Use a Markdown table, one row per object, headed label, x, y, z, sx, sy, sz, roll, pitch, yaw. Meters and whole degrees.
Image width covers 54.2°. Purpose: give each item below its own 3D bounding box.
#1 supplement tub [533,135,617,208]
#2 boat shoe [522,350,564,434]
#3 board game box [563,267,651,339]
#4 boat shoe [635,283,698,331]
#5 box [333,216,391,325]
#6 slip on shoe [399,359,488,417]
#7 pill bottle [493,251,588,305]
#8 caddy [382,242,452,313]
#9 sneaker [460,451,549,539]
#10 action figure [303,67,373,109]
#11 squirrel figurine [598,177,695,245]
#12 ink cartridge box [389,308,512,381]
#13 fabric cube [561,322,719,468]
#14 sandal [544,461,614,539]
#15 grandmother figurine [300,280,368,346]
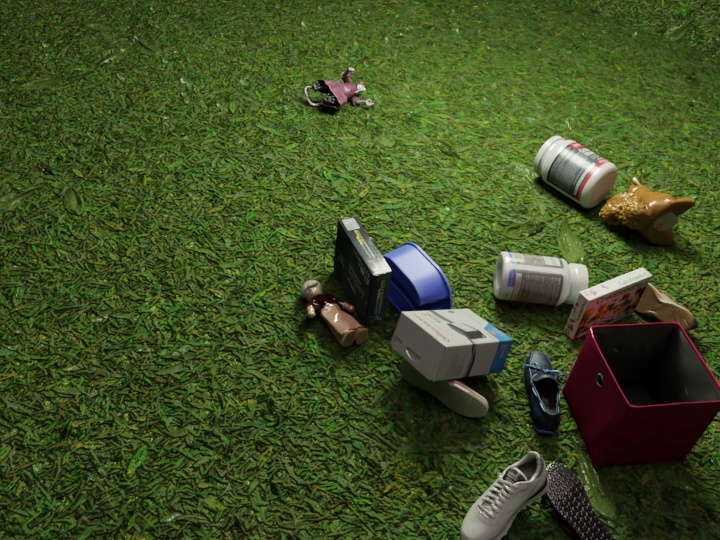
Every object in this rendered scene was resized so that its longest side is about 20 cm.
| label | x | y | z | sx | sy | sz | roll | pitch | yaw |
| --- | --- | --- | --- | --- | --- | --- | --- | --- | --- |
| supplement tub | 0.605 | -0.280 | 1.988 | 0.140 | 0.140 | 0.200 | -27 | 52 | -32 |
| boat shoe | 0.385 | 0.238 | 1.439 | 0.084 | 0.069 | 0.200 | 3 | 42 | -5 |
| board game box | 0.563 | 0.074 | 1.602 | 0.200 | 0.126 | 0.035 | -18 | 47 | -25 |
| boat shoe | 0.710 | 0.081 | 1.672 | 0.072 | 0.072 | 0.200 | 11 | 19 | -44 |
| box | 0.000 | 0.000 | 1.581 | 0.051 | 0.158 | 0.200 | -13 | 47 | -20 |
| slip on shoe | 0.174 | 0.228 | 1.424 | 0.200 | 0.074 | 0.061 | 28 | 43 | 28 |
| pill bottle | 0.421 | 0.022 | 1.650 | 0.200 | 0.114 | 0.114 | 7 | 42 | -1 |
| caddy | 0.129 | 0.027 | 1.584 | 0.105 | 0.142 | 0.200 | -23 | 50 | -22 |
| sneaker | 0.243 | 0.393 | 1.216 | 0.200 | 0.081 | 0.076 | -40 | 50 | -20 |
| action figure | -0.056 | -0.567 | 2.268 | 0.149 | 0.134 | 0.200 | -16 | 7 | 43 |
| squirrel figurine | 0.756 | -0.177 | 1.904 | 0.200 | 0.142 | 0.187 | 1 | 36 | -11 |
| ink cartridge box | 0.186 | 0.147 | 1.436 | 0.200 | 0.084 | 0.145 | 0 | 26 | -39 |
| fabric cube | 0.536 | 0.240 | 1.363 | 0.200 | 0.200 | 0.196 | -1 | 44 | -10 |
| sandal | 0.383 | 0.438 | 1.247 | 0.075 | 0.045 | 0.200 | -20 | 63 | -20 |
| grandmother figurine | -0.071 | 0.089 | 1.554 | 0.121 | 0.061 | 0.200 | 6 | 30 | -45 |
